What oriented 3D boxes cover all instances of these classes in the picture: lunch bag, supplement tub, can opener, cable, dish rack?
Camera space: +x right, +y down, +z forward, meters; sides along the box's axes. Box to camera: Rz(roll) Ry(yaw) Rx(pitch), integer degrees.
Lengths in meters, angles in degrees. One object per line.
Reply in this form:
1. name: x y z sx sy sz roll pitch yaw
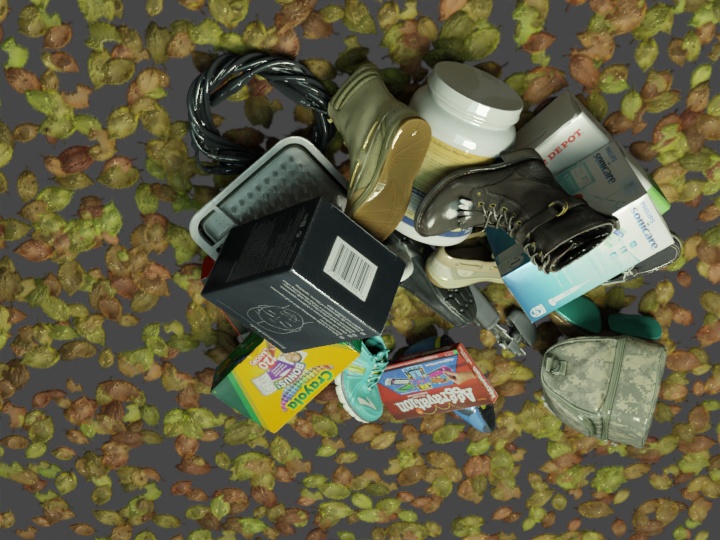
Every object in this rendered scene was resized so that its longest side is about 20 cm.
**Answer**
1. lunch bag: 0.344 0.170 1.520 0.167 0.140 0.200 14 167 16
2. supplement tub: 0.111 -0.149 1.337 0.144 0.145 0.201 17 121 -13
3. can opener: 0.188 0.051 1.536 0.067 0.053 0.200 -47 117 -11
4. cable: -0.123 -0.202 1.355 0.199 0.051 0.164 -2 115 -8
5. dish rack: -0.106 -0.073 1.375 0.200 0.044 0.172 -39 120 11

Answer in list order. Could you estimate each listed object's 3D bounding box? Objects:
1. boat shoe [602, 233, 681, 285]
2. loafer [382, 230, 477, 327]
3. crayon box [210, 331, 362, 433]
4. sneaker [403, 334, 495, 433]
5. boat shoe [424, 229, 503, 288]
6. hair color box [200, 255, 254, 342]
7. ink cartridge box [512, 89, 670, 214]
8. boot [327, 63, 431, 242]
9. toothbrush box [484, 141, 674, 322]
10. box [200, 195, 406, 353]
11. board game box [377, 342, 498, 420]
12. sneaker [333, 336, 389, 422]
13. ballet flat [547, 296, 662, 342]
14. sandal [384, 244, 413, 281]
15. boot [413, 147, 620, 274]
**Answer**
1. boat shoe: 0.363 0.000 1.492 0.199 0.063 0.073 -13 122 6
2. loafer: 0.080 0.002 1.454 0.201 0.068 0.070 47 137 2
3. crayon box: -0.105 0.129 1.482 0.119 0.058 0.200 36 117 -20
4. sneaker: 0.138 0.178 1.603 0.078 0.066 0.200 -21 123 27
5. boat shoe: 0.184 -0.026 1.426 0.199 0.072 0.065 -10 150 -26
6. hair color box: -0.134 0.051 1.504 0.101 0.061 0.200 -26 121 13
7. ink cartridge box: 0.290 -0.118 1.400 0.145 0.084 0.200 -40 116 20
8. boot: 0.003 -0.138 1.305 0.072 0.156 0.201 0 128 -33
9. toothbrush box: 0.265 -0.050 1.304 0.199 0.147 0.085 -30 119 14
10. box: -0.071 0.011 1.284 0.148 0.108 0.199 37 148 -29
11. board game box: 0.098 0.167 1.548 0.199 0.019 0.103 -19 115 45
12. sneaker: 0.004 0.137 1.533 0.079 0.078 0.201 0 118 26
13. ballet flat: 0.347 0.085 1.555 0.199 0.068 0.072 13 141 -15
14. sandal: 0.006 -0.003 1.409 0.082 0.202 0.050 -23 113 -26
15. boot: 0.178 -0.056 1.225 0.199 0.174 0.069 -27 136 -4
